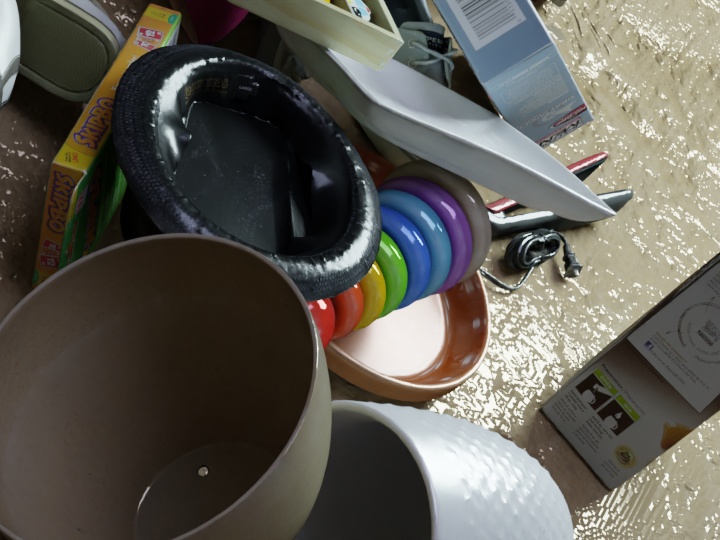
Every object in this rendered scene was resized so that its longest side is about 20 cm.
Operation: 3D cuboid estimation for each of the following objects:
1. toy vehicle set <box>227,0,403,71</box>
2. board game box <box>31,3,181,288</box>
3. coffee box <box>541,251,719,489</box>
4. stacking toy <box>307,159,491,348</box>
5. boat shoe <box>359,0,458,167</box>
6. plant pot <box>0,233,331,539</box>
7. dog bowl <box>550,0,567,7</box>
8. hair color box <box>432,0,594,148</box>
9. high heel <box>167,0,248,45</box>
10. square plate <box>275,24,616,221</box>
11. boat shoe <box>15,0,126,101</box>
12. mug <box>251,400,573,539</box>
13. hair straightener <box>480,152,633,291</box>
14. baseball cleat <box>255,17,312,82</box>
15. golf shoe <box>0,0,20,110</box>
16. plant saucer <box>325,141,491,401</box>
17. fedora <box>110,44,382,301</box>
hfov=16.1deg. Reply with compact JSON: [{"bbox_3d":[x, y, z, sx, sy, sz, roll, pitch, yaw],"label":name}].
[{"bbox_3d":[-0.054,-0.218,1.662,0.124,0.027,0.200,22,29,-34],"label":"toy vehicle set"},{"bbox_3d":[-0.153,-0.069,1.517,0.030,0.096,0.200,16,38,2],"label":"board game box"},{"bbox_3d":[0.232,0.049,1.716,0.080,0.200,0.114,49,36,3],"label":"coffee box"},{"bbox_3d":[0.000,0.004,1.575,0.085,0.085,0.200,50,40,3],"label":"stacking toy"},{"bbox_3d":[0.029,-0.154,1.803,0.070,0.071,0.201,7,52,-42],"label":"boat shoe"},{"bbox_3d":[-0.098,0.099,1.365,0.135,0.199,0.201,63,15,-50],"label":"plant pot"},{"bbox_3d":[0.172,-0.310,2.001,0.058,0.200,0.200,23,39,-3],"label":"dog bowl"},{"bbox_3d":[0.106,-0.159,1.817,0.099,0.060,0.200,61,6,17],"label":"hair color box"},{"bbox_3d":[-0.153,-0.239,1.716,0.200,0.067,0.096,34,69,6],"label":"high heel"},{"bbox_3d":[0.048,-0.098,1.663,0.199,0.029,0.198,24,12,-29],"label":"square plate"},{"bbox_3d":[-0.231,-0.177,1.567,0.200,0.075,0.068,40,13,-4],"label":"boat shoe"},{"bbox_3d":[0.022,0.143,1.480,0.200,0.148,0.175,35,15,37],"label":"mug"},{"bbox_3d":[0.138,-0.031,1.828,0.200,0.041,0.077,-20,72,-52],"label":"hair straightener"},{"bbox_3d":[-0.057,-0.207,1.781,0.106,0.070,0.200,14,52,13],"label":"baseball cleat"},{"bbox_3d":[-0.229,-0.113,1.451,0.078,0.094,0.201,25,53,-18],"label":"golf shoe"},{"bbox_3d":[0.000,0.000,1.666,0.200,0.032,0.201,28,40,-26],"label":"plant saucer"},{"bbox_3d":[-0.082,-0.037,1.487,0.200,0.092,0.201,25,37,-21],"label":"fedora"}]
